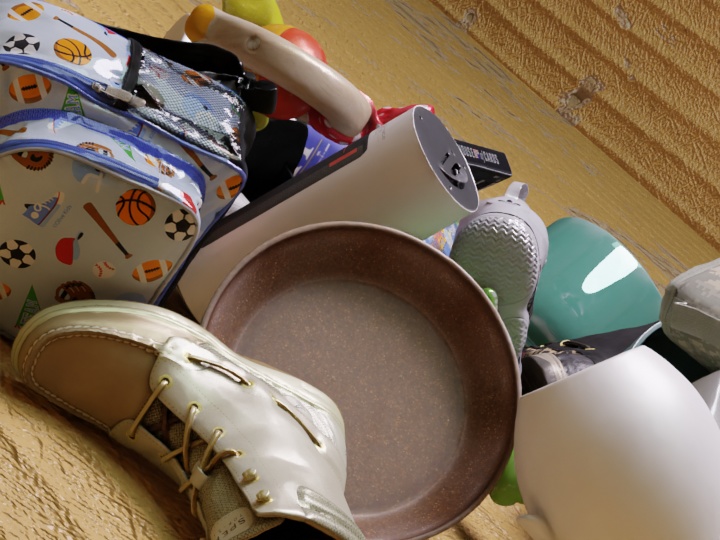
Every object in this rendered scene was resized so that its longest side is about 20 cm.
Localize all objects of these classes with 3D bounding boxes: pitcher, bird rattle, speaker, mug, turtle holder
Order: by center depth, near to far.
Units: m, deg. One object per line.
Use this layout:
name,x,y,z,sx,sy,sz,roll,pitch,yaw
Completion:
pitcher,0.146,0.158,1.248,0.121,0.171,0.201,-33,-102,63
turtle holder,0.034,0.087,1.402,0.132,0.140,0.186,-98,168,-48
speaker,-0.022,-0.028,1.434,0.081,0.200,0.081,49,24,-30
bird rattle,-0.046,-0.119,1.480,0.200,0.113,0.163,37,1,21
mug,0.182,0.061,1.850,0.185,0.114,0.152,55,-22,-1

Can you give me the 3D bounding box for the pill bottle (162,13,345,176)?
pill bottle,-0.087,-0.126,1.841,0.200,0.120,0.120,32,13,-18

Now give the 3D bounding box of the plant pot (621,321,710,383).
plant pot,0.224,0.148,1.551,0.200,0.134,0.201,16,59,-28

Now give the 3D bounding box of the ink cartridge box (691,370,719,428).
ink cartridge box,0.239,0.188,1.400,0.146,0.084,0.201,33,55,-16

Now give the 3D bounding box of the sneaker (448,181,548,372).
sneaker,0.087,0.036,1.512,0.075,0.201,0.115,15,26,6

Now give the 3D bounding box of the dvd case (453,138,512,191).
dvd case,0.002,-0.048,1.647,0.150,0.199,0.025,5,64,-68

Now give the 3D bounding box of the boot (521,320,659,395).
boot,0.189,0.079,1.692,0.200,0.150,0.074,129,-53,-81

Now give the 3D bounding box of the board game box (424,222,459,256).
board game box,0.000,0.000,1.585,0.200,0.135,0.035,-48,116,-78

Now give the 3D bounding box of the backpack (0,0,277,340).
backpack,-0.175,-0.052,1.218,0.190,0.200,0.154,30,26,-12

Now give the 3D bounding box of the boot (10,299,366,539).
boot,-0.086,0.097,1.137,0.199,0.072,0.155,23,24,-23

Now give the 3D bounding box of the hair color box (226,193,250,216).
hair color box,-0.154,-0.069,1.585,0.099,0.061,0.200,23,19,-47

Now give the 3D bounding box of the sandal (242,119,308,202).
sandal,-0.076,-0.061,1.641,0.200,0.075,0.045,110,-32,-67

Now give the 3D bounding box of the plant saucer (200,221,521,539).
plant saucer,-0.004,0.070,1.286,0.200,0.201,0.037,36,-25,-1

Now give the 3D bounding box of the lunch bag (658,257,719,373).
lunch bag,0.318,0.048,1.459,0.199,0.118,0.164,-6,22,-38
